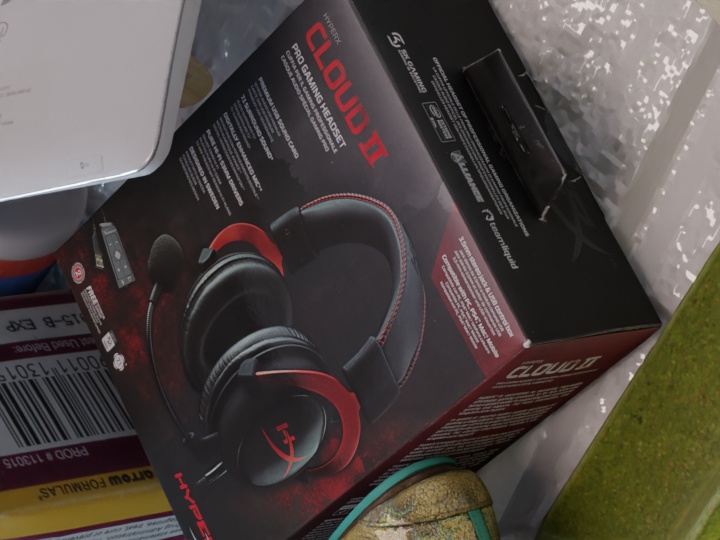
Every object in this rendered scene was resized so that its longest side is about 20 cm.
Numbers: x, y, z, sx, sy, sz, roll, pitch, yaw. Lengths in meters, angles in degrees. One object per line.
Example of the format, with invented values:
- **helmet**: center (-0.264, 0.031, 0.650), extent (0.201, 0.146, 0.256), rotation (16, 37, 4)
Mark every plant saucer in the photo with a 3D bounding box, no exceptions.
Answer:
- **plant saucer**: center (0.103, 0.072, 0.823), extent (0.048, 0.200, 0.200), rotation (27, 119, -3)

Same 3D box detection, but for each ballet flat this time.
- **ballet flat**: center (-0.008, 0.136, 0.971), extent (0.200, 0.071, 0.071), rotation (-47, 65, 47)

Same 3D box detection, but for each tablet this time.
- **tablet**: center (-0.122, -0.083, 0.960), extent (0.200, 0.014, 0.130), rotation (-8, 65, 45)

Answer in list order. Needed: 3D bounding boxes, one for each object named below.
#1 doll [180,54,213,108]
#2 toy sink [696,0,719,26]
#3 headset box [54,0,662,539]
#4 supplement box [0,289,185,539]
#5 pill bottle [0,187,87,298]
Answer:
- **doll**: center (-0.088, -0.140, 1.002), extent (0.136, 0.048, 0.200), rotation (-39, 45, 36)
- **toy sink**: center (0.176, -0.105, 0.758), extent (0.200, 0.112, 0.130), rotation (51, 126, 31)
- **headset box**: center (0.000, 0.000, 0.954), extent (0.200, 0.075, 0.149), rotation (-41, 67, 38)
- **supplement box**: center (-0.159, 0.109, 1.078), extent (0.103, 0.131, 0.200), rotation (55, 126, 25)
- **pill bottle**: center (-0.202, 0.013, 1.117), extent (0.112, 0.112, 0.200), rotation (55, 128, 22)
